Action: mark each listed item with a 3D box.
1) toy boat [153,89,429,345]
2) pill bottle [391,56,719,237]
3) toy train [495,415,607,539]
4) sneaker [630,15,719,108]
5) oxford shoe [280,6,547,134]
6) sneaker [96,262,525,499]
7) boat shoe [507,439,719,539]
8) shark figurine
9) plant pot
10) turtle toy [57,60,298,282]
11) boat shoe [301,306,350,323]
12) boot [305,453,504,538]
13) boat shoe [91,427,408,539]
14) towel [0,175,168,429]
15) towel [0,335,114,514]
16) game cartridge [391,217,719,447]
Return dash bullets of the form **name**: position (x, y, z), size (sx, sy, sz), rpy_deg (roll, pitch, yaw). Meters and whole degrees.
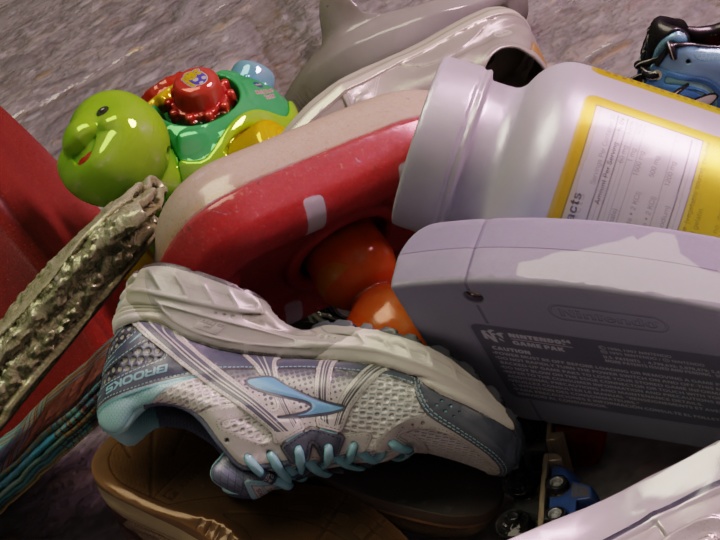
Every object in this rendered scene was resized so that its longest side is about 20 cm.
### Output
- **toy boat**: position (0.000, 0.000, 0.865), size (0.198, 0.131, 0.131), rpy_deg (-24, 67, -20)
- **pill bottle**: position (0.120, -0.028, 0.781), size (0.198, 0.113, 0.112), rpy_deg (19, 41, 4)
- **toy train**: position (0.095, 0.075, 0.812), size (0.045, 0.034, 0.201), rpy_deg (-6, 34, 15)
- **sneaker**: position (0.166, -0.100, 0.969), size (0.199, 0.090, 0.079), rpy_deg (-29, 29, 0)
- **oxford shoe**: position (0.026, -0.079, 0.959), size (0.199, 0.076, 0.058), rpy_deg (-33, 51, -15)
- **sneaker**: position (-0.026, 0.069, 0.775), size (0.198, 0.078, 0.087), rpy_deg (15, 67, 12)
- **boat shoe**: position (0.116, 0.117, 0.654), size (0.198, 0.072, 0.066), rpy_deg (-19, 60, -18)
- **shark figurine**: position (0.020, -0.171, 1.175), size (0.213, 0.090, 0.128), rpy_deg (-29, -1, 9)
- **plant pot**: position (-0.268, -0.004, 1.078), size (0.198, 0.177, 0.200), rpy_deg (-25, 24, 3)
- **turtle toy**: position (-0.105, -0.068, 1.040), size (0.145, 0.102, 0.200), rpy_deg (-36, -5, 25)
- **boat shoe**: position (-0.014, -0.003, 0.985), size (0.198, 0.073, 0.071), rpy_deg (-17, 26, 15)
- **boot**: position (-0.017, 0.102, 0.840), size (0.198, 0.076, 0.073), rpy_deg (13, 30, 30)
- **boat shoe**: position (-0.041, 0.140, 0.788), size (0.199, 0.073, 0.072), rpy_deg (23, 44, 28)
- **towel**: position (-0.170, 0.034, 0.902), size (0.200, 0.036, 0.148), rpy_deg (-51, 5, 3)
- **towel**: position (-0.178, 0.091, 0.934), size (0.200, 0.022, 0.147), rpy_deg (-41, 11, 18)
- **game cartridge**: position (0.118, 0.029, 0.721), size (0.198, 0.134, 0.041), rpy_deg (7, 65, 27)
